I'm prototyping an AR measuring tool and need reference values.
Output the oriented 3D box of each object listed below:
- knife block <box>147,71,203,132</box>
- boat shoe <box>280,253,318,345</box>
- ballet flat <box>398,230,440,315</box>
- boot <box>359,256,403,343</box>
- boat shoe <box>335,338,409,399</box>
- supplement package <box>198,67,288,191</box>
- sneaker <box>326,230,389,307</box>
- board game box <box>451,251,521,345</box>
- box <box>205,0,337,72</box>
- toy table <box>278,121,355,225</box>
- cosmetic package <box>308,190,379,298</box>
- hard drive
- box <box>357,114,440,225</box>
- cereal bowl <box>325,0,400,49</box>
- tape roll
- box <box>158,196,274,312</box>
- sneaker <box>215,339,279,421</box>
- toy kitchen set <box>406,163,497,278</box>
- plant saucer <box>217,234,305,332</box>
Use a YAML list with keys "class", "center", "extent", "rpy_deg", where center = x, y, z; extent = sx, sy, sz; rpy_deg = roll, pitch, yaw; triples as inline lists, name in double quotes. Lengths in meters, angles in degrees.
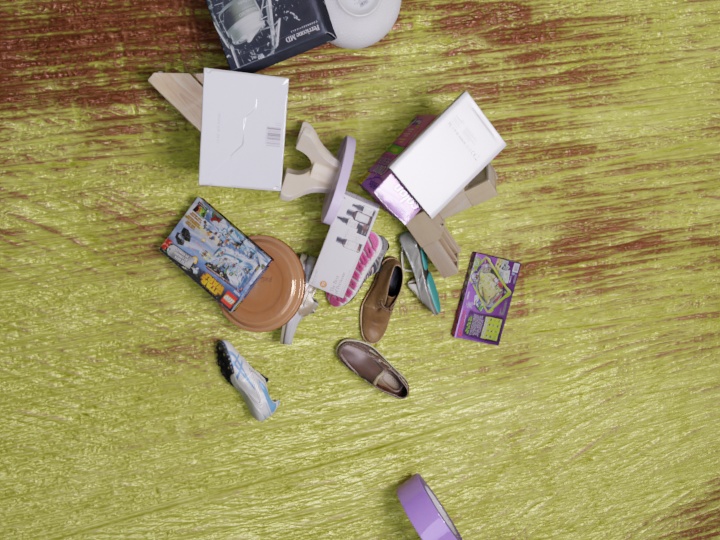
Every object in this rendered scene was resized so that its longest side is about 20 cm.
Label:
- class: "knife block"
  center: [-0.309, -0.297, 1.234]
  extent: [0.195, 0.064, 0.180]
  rpy_deg: [-2, 103, -11]
- class: "boat shoe"
  center: [-0.124, 0.069, 1.350]
  extent: [0.067, 0.075, 0.204]
  rpy_deg: [15, 99, -8]
- class: "ballet flat"
  center: [0.129, 0.007, 1.401]
  extent: [0.062, 0.067, 0.204]
  rpy_deg: [-10, 106, 20]
- class: "boot"
  center: [0.048, 0.073, 1.386]
  extent: [0.072, 0.075, 0.204]
  rpy_deg: [12, 101, -15]
- class: "boat shoe"
  center: [0.034, 0.224, 1.417]
  extent: [0.200, 0.075, 0.075]
  rpy_deg: [33, 95, -16]
- class: "supplement package"
  center: [-0.220, -0.261, 1.170]
  extent: [0.152, 0.111, 0.205]
  rpy_deg: [3, 103, -14]
- class: "sneaker"
  center: [0.000, 0.000, 1.358]
  extent: [0.074, 0.087, 0.202]
  rpy_deg: [44, 116, 24]
- class: "board game box"
  center: [0.292, 0.066, 1.457]
  extent: [0.118, 0.032, 0.204]
  rpy_deg: [11, 100, -18]
- class: "box"
  center: [-0.171, -0.495, 1.152]
  extent: [0.196, 0.124, 0.200]
  rpy_deg: [-18, 102, 11]
- class: "toy table"
  center: [-0.086, -0.201, 1.250]
  extent: [0.115, 0.203, 0.185]
  rpy_deg: [19, 138, -12]
- class: "cosmetic package"
  center: [-0.035, -0.053, 1.273]
  extent: [0.081, 0.051, 0.203]
  rpy_deg: [21, 107, -3]
- class: "hard drive"
  center: [0.164, -0.216, 1.182]
  extent: [0.200, 0.027, 0.132]
  rpy_deg: [-44, 108, 0]
- class: "box"
  center: [0.106, -0.211, 1.278]
  extent: [0.096, 0.176, 0.200]
  rpy_deg: [41, 93, -17]
- class: "cereal bowl"
  center: [-0.009, -0.544, 1.228]
  extent: [0.195, 0.083, 0.205]
  rpy_deg: [-2, 102, -11]
- class: "tape roll"
  center: [0.164, 0.579, 1.459]
  extent: [0.065, 0.200, 0.202]
  rpy_deg: [-35, 107, 0]
- class: "box"
  center: [-0.294, -0.032, 1.278]
  extent: [0.199, 0.040, 0.138]
  rpy_deg: [40, 93, 3]
- class: "sneaker"
  center: [-0.250, 0.234, 1.374]
  extent: [0.072, 0.071, 0.202]
  rpy_deg: [-38, 103, -36]
- class: "toy kitchen set"
  center: [0.223, -0.132, 1.344]
  extent: [0.197, 0.165, 0.181]
  rpy_deg: [-23, 122, 27]
- class: "plant saucer"
  center: [-0.212, 0.027, 1.306]
  extent: [0.196, 0.032, 0.205]
  rpy_deg: [0, 89, 7]
